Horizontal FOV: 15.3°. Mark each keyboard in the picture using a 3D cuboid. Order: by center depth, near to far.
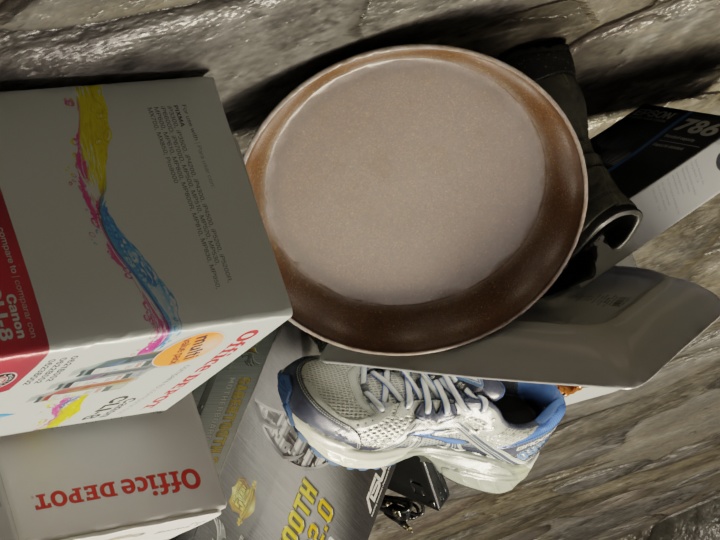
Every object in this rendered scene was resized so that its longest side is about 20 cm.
[{"bbox_3d":[-0.015,0.130,1.981,0.021,0.200,0.127,-45,139,-27],"label":"keyboard"}]

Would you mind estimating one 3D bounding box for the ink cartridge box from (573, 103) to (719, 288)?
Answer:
[{"bbox_3d":[0.173,-0.058,1.678,0.200,0.039,0.099,-32,-154,-28],"label":"ink cartridge box"}]

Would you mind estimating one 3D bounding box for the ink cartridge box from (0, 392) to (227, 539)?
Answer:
[{"bbox_3d":[-0.178,0.064,1.504,0.146,0.200,0.084,-6,162,-41],"label":"ink cartridge box"}]

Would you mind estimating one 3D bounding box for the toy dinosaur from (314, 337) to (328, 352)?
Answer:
[{"bbox_3d":[0.000,0.000,1.708,0.047,0.088,0.200,-17,-177,26],"label":"toy dinosaur"}]

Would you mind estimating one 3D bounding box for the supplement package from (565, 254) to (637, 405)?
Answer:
[{"bbox_3d":[0.103,0.045,1.967,0.200,0.117,0.117,-13,165,-18],"label":"supplement package"}]

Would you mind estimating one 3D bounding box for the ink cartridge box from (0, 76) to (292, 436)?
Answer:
[{"bbox_3d":[-0.166,-0.003,1.385,0.200,0.145,0.145,-8,162,-39],"label":"ink cartridge box"}]

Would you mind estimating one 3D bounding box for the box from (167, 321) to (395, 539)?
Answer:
[{"bbox_3d":[-0.058,0.147,1.643,0.048,0.200,0.158,-1,143,34],"label":"box"}]

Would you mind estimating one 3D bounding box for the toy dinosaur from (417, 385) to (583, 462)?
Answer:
[{"bbox_3d":[0.077,0.056,1.732,0.200,0.102,0.136,25,141,-28],"label":"toy dinosaur"}]

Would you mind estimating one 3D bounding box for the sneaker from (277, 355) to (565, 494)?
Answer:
[{"bbox_3d":[0.041,0.074,1.629,0.200,0.077,0.085,12,138,-36],"label":"sneaker"}]

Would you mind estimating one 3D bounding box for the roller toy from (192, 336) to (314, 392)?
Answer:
[{"bbox_3d":[-0.084,0.084,1.822,0.182,0.140,0.200,-21,176,-16],"label":"roller toy"}]

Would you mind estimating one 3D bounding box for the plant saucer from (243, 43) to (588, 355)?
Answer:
[{"bbox_3d":[0.027,-0.044,1.507,0.200,0.032,0.200,-3,123,-5],"label":"plant saucer"}]

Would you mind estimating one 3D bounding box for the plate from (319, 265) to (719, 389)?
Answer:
[{"bbox_3d":[0.102,0.025,1.626,0.200,0.032,0.200,5,-165,23],"label":"plate"}]

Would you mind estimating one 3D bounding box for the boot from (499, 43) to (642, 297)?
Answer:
[{"bbox_3d":[0.080,-0.038,1.598,0.068,0.131,0.200,-9,163,-35],"label":"boot"}]
